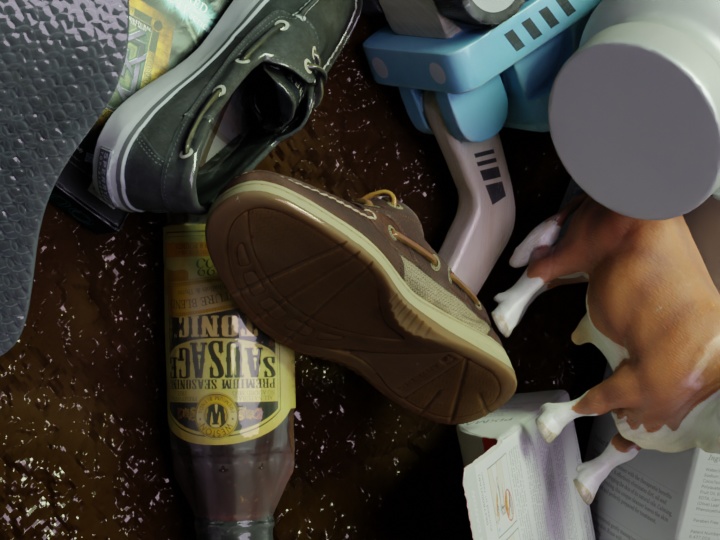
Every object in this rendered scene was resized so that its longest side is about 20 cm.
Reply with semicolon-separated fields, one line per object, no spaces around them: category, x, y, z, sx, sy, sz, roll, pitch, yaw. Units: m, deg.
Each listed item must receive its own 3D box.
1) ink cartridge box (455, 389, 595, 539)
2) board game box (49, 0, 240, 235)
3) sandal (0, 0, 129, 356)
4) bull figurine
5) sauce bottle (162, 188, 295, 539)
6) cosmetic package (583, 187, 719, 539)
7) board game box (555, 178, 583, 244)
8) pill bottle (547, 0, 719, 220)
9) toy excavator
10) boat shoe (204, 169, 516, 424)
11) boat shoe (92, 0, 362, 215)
ink cartridge box;0.073;0.156;1.336;0.200;0.050;0.162;-23;104;-68
board game box;-0.162;-0.128;1.264;0.200;0.028;0.136;38;68;-26
sandal;-0.163;-0.058;1.227;0.076;0.043;0.201;18;104;-19
bull figurine;0.139;0.038;1.329;0.121;0.201;0.065;-29;138;11
sauce bottle;-0.061;0.061;1.302;0.066;0.066;0.202;-2;87;-34
cosmetic package;0.186;0.059;1.408;0.084;0.108;0.202;9;101;-26
board game box;0.219;-0.059;1.507;0.198;0.043;0.201;33;71;-28
pill bottle;0.178;-0.111;1.359;0.200;0.116;0.117;-42;111;-48
toy excavator;0.061;-0.082;1.381;0.194;0.100;0.201;-35;115;-28
boat shoe;0.000;0.000;1.290;0.200;0.072;0.072;33;37;-37
boat shoe;-0.049;-0.085;1.295;0.200;0.056;0.069;-46;141;-40
